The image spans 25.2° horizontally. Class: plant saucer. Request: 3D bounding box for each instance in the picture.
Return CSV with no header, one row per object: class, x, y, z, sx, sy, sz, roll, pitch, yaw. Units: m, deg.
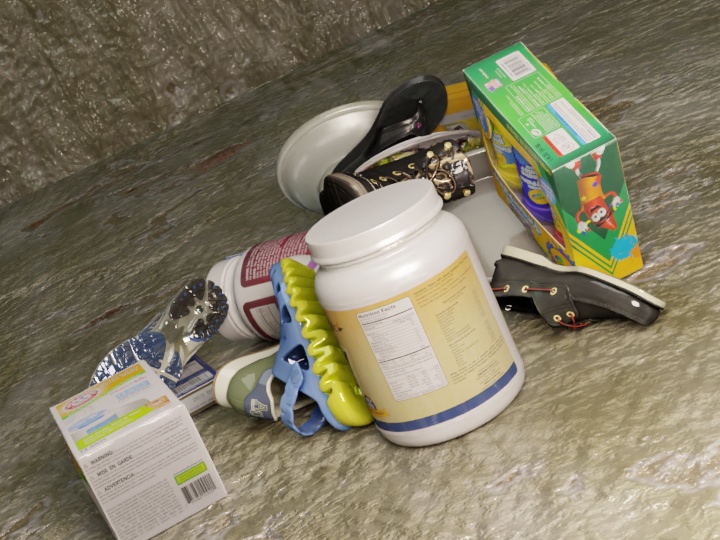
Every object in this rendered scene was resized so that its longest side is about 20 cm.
plant saucer,-0.002,-0.120,1.952,0.199,0.200,0.050,-22,54,9

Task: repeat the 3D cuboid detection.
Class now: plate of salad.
plate of salad,0.060,-0.104,1.839,0.199,0.048,0.200,-21,-15,-6

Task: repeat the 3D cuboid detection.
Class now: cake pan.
cake pan,0.145,-0.052,1.698,0.199,0.037,0.201,-10,45,10

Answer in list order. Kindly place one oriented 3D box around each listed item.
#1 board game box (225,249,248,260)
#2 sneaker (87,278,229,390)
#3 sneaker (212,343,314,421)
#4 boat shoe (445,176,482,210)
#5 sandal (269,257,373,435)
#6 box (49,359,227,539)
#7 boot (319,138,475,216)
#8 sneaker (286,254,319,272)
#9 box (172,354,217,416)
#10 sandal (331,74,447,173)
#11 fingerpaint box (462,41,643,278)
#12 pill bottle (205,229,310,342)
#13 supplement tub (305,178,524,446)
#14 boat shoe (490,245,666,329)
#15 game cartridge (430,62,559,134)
board game box,-0.026,-0.035,1.947,0.198,0.044,0.200,-15,3,34
sneaker,-0.224,0.097,1.758,0.200,0.077,0.085,-43,3,-31
sneaker,-0.045,0.096,1.624,0.200,0.067,0.090,-29,31,-31
boat shoe,0.099,-0.044,1.784,0.071,0.091,0.200,-10,21,43
sandal,-0.055,0.076,1.538,0.087,0.079,0.201,-37,51,25
box,-0.217,0.172,1.543,0.112,0.102,0.200,-27,16,-12
boot,0.041,-0.083,1.633,0.150,0.074,0.200,-21,-2,-9
sneaker,0.000,0.000,1.600,0.200,0.115,0.073,15,52,22
box,-0.227,0.135,1.802,0.121,0.033,0.200,-28,18,-13
sandal,0.040,-0.143,1.857,0.201,0.075,0.048,-51,40,35
fingerpaint box,0.186,-0.099,1.576,0.073,0.167,0.200,-26,42,-6
pill bottle,-0.069,0.016,1.800,0.199,0.115,0.114,-13,19,34
supplement tub,0.046,0.036,1.409,0.144,0.201,0.144,-23,16,7
boat shoe,0.196,0.027,1.482,0.201,0.074,0.063,15,80,50
game cartridge,0.179,-0.151,1.859,0.199,0.176,0.033,-7,43,48
